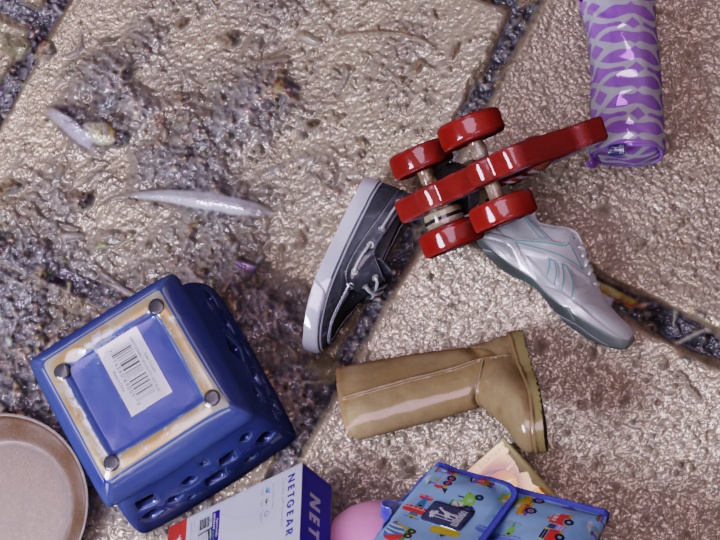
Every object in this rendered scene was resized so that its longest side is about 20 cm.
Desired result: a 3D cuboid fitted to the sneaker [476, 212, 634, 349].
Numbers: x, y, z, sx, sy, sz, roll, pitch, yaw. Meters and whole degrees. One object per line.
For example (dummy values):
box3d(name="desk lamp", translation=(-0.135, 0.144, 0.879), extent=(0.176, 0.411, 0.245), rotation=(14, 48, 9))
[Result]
box3d(name="sneaker", translation=(0.213, 0.001, 1.604), extent=(0.200, 0.070, 0.080), rotation=(43, 82, 16))

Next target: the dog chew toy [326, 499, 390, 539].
box3d(name="dog chew toy", translation=(0.020, 0.314, 1.487), extent=(0.124, 0.125, 0.200), rotation=(-11, 33, 5))

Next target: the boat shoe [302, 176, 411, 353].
box3d(name="boat shoe", translation=(0.000, 0.000, 1.638), extent=(0.068, 0.072, 0.200), rotation=(19, 72, 14))

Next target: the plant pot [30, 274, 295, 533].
box3d(name="plant pot", translation=(-0.206, 0.128, 1.574), extent=(0.200, 0.180, 0.200), rotation=(-32, 74, 0))

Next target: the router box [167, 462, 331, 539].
box3d(name="router box", translation=(-0.113, 0.307, 1.500), extent=(0.179, 0.049, 0.200), rotation=(-29, 38, 25))

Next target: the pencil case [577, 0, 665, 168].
box3d(name="pencil case", translation=(0.276, -0.203, 1.645), extent=(0.085, 0.084, 0.201), rotation=(-9, 71, 30))

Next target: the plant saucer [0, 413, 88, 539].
box3d(name="plant saucer", translation=(-0.379, 0.252, 1.640), extent=(0.200, 0.037, 0.201), rotation=(-2, 76, 8))

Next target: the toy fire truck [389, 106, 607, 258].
box3d(name="toy fire truck", translation=(0.137, -0.098, 1.584), extent=(0.168, 0.200, 0.112), rotation=(-18, 85, -39))

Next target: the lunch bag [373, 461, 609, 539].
box3d(name="lunch bag", translation=(0.109, 0.263, 1.454), extent=(0.200, 0.094, 0.151), rotation=(21, 38, 19))

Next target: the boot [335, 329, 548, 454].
box3d(name="boot", translation=(0.081, 0.140, 1.561), extent=(0.199, 0.066, 0.175), rotation=(-13, 31, 3))

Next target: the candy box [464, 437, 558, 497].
box3d(name="candy box", translation=(0.166, 0.280, 1.544), extent=(0.115, 0.055, 0.200), rotation=(-41, 73, -5))
